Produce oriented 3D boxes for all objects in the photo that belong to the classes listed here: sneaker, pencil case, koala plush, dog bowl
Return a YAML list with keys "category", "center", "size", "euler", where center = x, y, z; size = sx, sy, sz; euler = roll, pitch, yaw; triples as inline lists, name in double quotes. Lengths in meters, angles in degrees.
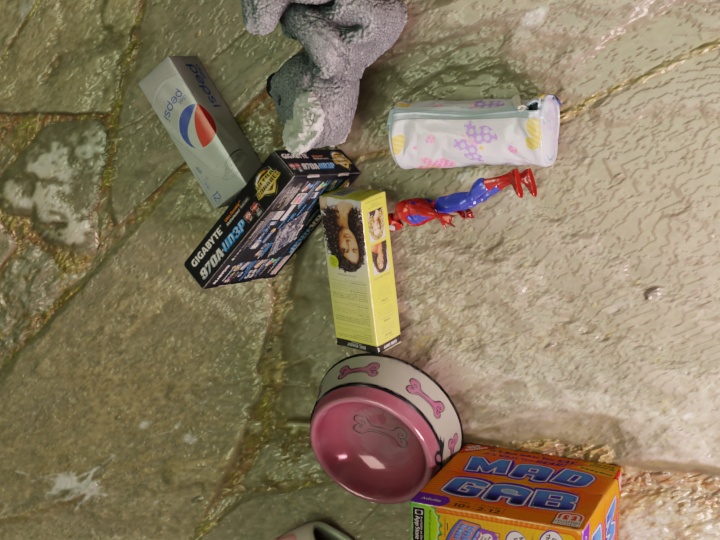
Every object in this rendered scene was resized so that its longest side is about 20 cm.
- category: "sneaker"
  center: [-0.035, 0.431, 1.488]
  size: [0.105, 0.075, 0.201]
  euler: [-40, 79, 32]
- category: "pencil case"
  center: [0.132, -0.161, 1.276]
  size: [0.199, 0.091, 0.083]
  euler: [1, 79, 27]
- category: "koala plush"
  center: [-0.045, -0.237, 1.306]
  size: [0.183, 0.177, 0.201]
  euler: [11, 102, 13]
- category: "dog bowl"
  center: [0.024, 0.207, 1.383]
  size: [0.199, 0.074, 0.201]
  euler: [13, 125, 19]

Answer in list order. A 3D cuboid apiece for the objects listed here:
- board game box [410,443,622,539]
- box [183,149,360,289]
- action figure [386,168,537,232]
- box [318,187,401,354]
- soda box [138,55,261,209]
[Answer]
- category: "board game box"
  center: [0.186, 0.343, 1.295]
  size: [0.199, 0.200, 0.201]
  euler: [5, 103, 25]
- category: "box"
  center: [-0.108, -0.065, 1.372]
  size: [0.046, 0.159, 0.200]
  euler: [49, 117, 16]
- category: "action figure"
  center: [0.109, -0.078, 1.316]
  size: [0.199, 0.065, 0.052]
  euler: [-11, 94, 33]
- category: "box"
  center: [0.000, 0.000, 1.373]
  size: [0.075, 0.050, 0.201]
  euler: [9, 114, 41]
- category: "soda box"
  center: [-0.205, -0.183, 1.446]
  size: [0.063, 0.068, 0.200]
  euler: [-33, 85, 27]
